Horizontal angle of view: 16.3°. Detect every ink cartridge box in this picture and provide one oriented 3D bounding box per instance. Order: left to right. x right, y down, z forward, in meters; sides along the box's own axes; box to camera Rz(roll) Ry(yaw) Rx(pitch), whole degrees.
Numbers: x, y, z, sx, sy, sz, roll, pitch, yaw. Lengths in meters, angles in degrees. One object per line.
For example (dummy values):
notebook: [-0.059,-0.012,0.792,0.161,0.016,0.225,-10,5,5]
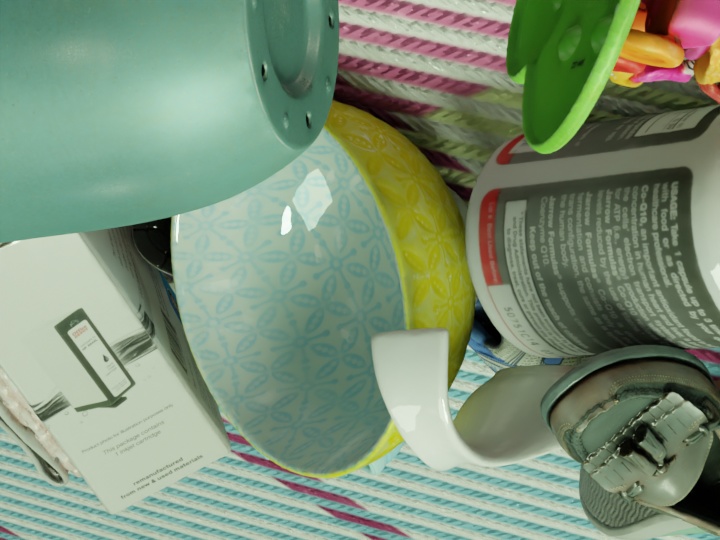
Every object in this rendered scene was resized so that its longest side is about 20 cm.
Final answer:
ink cartridge box: [-0.163,0.013,1.410,0.084,0.146,0.200,-28,127,4]

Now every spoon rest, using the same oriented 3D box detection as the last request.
spoon rest: [0.070,0.072,1.234,0.099,0.061,0.200,-5,167,31]

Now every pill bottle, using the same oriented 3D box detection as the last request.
pill bottle: [0.158,-0.019,1.185,0.200,0.114,0.114,-5,143,44]

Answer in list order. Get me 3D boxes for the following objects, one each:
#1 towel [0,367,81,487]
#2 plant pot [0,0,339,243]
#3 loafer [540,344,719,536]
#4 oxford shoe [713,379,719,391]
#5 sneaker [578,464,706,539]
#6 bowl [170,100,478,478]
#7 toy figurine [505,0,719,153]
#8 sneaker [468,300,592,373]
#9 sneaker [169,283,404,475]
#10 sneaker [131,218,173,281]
towel: [-0.224,0.007,1.475,0.032,0.191,0.200,-24,140,6]
plant pot: [-0.103,-0.112,1.129,0.161,0.201,0.201,-1,148,19]
loafer: [0.153,0.086,1.204,0.072,0.063,0.200,-38,153,15]
oxford shoe: [0.226,0.098,1.330,0.200,0.074,0.071,3,165,-10]
sneaker: [0.216,0.129,1.473,0.118,0.074,0.200,11,174,-26]
bowl: [0.000,0.000,1.324,0.108,0.200,0.200,-13,178,-38]
toy figurine: [0.171,-0.094,1.044,0.184,0.150,0.200,16,177,-10]
sneaker: [0.113,0.022,1.346,0.085,0.077,0.200,34,152,-14]
sneaker: [-0.063,0.069,1.560,0.200,0.082,0.074,17,153,10]
sneaker: [-0.033,0.009,1.450,0.200,0.076,0.088,29,170,7]
